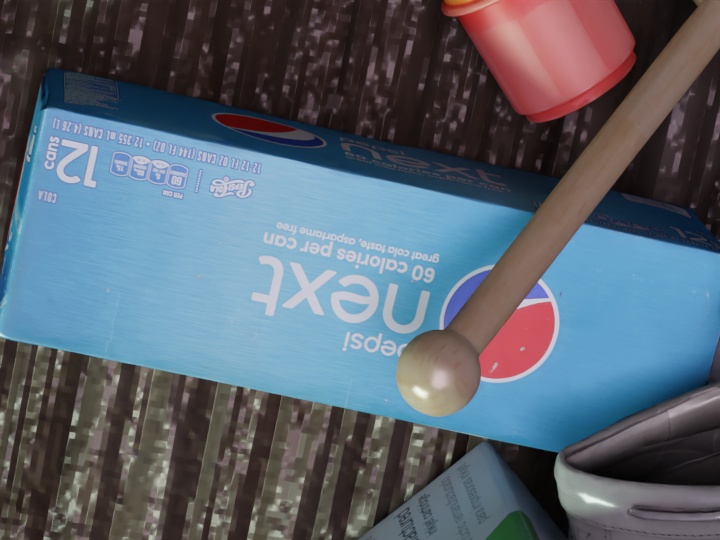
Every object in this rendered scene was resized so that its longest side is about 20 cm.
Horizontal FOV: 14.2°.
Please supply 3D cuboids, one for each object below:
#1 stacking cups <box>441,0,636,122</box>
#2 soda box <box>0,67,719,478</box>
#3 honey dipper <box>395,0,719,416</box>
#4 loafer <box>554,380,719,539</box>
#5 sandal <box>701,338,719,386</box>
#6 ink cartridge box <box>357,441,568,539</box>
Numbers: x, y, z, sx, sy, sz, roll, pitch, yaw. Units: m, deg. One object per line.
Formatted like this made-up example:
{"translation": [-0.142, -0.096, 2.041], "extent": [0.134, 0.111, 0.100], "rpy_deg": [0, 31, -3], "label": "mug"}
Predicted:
{"translation": [0.013, -0.135, 0.802], "extent": [0.060, 0.061, 0.201], "rpy_deg": [-30, 109, 2], "label": "stacking cups"}
{"translation": [0.000, 0.000, 0.822], "extent": [0.199, 0.064, 0.068], "rpy_deg": [12, 102, -8], "label": "soda box"}
{"translation": [0.073, -0.038, 0.787], "extent": [0.038, 0.038, 0.200], "rpy_deg": [45, 66, -13], "label": "honey dipper"}
{"translation": [0.148, 0.041, 0.768], "extent": [0.199, 0.070, 0.070], "rpy_deg": [-24, 123, 11], "label": "loafer"}
{"translation": [0.197, 0.038, 0.854], "extent": [0.205, 0.059, 0.080], "rpy_deg": [4, 83, -5], "label": "sandal"}
{"translation": [-0.009, 0.158, 0.816], "extent": [0.200, 0.146, 0.084], "rpy_deg": [-39, 104, 4], "label": "ink cartridge box"}
